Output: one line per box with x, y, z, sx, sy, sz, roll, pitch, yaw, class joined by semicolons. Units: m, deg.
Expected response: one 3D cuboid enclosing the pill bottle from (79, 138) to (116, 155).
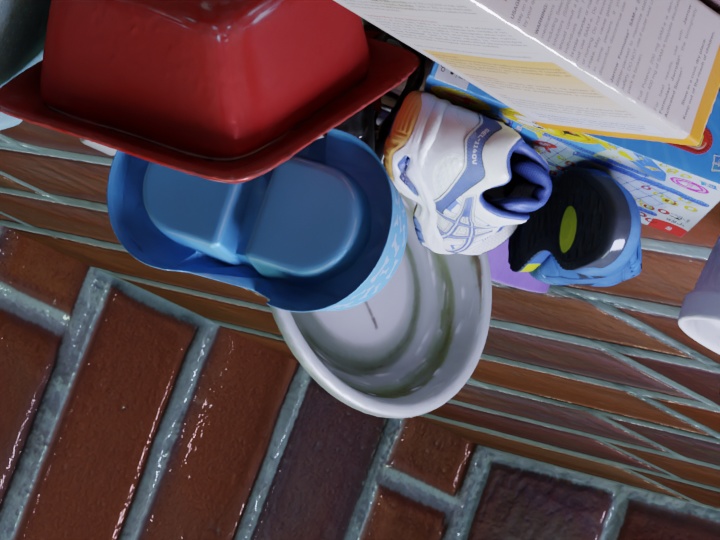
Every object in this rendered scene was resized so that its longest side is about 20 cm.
-0.110;-0.105;1.889;0.199;0.114;0.114;23;172;-18;pill bottle

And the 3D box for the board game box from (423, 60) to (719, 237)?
0.136;-0.094;1.538;0.195;0.056;0.200;20;172;2;board game box

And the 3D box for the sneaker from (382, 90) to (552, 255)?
0.080;-0.046;1.526;0.088;0.076;0.200;17;172;20;sneaker

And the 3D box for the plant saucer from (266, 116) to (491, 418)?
0.000;0.000;1.579;0.199;0.201;0.050;26;151;-35;plant saucer

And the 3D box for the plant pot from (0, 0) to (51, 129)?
-0.281;-0.183;1.459;0.195;0.197;0.200;18;174;44;plant pot

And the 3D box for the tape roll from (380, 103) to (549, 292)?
0.056;-0.058;1.738;0.199;0.085;0.200;20;-174;-2;tape roll

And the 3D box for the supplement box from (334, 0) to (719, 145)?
0.086;-0.141;1.279;0.199;0.074;0.126;27;170;-40;supplement box

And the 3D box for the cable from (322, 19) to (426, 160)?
-0.002;-0.078;1.527;0.096;0.201;0.050;-3;168;-18;cable

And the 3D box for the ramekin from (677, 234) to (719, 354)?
0.326;0.020;1.650;0.199;0.106;0.200;21;173;3;ramekin

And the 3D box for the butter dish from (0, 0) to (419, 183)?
-0.091;-0.158;1.419;0.199;0.149;0.199;19;-144;29;butter dish

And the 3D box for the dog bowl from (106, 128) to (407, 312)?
-0.059;-0.038;1.475;0.199;0.112;0.050;17;176;27;dog bowl

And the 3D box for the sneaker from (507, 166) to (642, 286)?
0.156;-0.024;1.553;0.078;0.066;0.200;10;175;-11;sneaker
